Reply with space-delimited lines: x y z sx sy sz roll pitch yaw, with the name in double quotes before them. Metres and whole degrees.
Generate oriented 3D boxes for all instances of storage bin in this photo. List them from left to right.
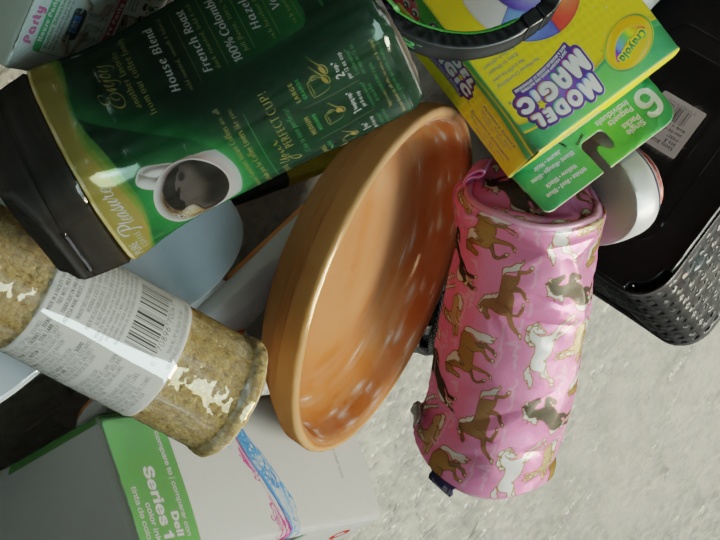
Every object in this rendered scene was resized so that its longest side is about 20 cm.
"storage bin" 0.206 -0.072 1.721 0.200 0.135 0.094 -53 147 -4

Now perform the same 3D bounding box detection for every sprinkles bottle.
"sprinkles bottle" -0.143 0.022 1.328 0.200 0.068 0.068 30 95 -23

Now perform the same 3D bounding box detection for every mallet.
"mallet" -0.043 -0.060 1.511 0.199 0.066 0.041 -14 132 -27

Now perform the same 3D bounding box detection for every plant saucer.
"plant saucer" 0.000 0.000 1.460 0.200 0.037 0.201 -53 156 -36

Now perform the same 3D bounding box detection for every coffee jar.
"coffee jar" -0.077 -0.077 1.257 0.199 0.086 0.104 -28 151 0

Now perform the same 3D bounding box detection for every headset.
"headset" 0.081 -0.199 1.393 0.200 0.124 0.094 -40 175 -13

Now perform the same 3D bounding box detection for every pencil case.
"pencil case" 0.083 0.032 1.524 0.086 0.083 0.201 -5 125 -23

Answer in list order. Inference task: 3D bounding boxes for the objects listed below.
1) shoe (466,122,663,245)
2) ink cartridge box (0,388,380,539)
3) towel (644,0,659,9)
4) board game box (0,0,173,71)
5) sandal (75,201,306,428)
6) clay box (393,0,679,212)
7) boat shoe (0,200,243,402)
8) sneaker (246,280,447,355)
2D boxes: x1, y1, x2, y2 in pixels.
"shoe" 0.134 -0.068 1.570 0.091 0.200 0.072 -16 107 -27
"ink cartridge box" -0.109 0.134 1.486 0.145 0.084 0.200 -30 164 36
"towel" 0.144 -0.186 1.650 0.200 0.023 0.144 -45 148 -13
"board game box" -0.099 -0.161 1.320 0.200 0.064 0.148 10 110 -56
"sandal" -0.087 0.010 1.471 0.207 0.059 0.079 -43 166 -12
"clay box" 0.084 -0.142 1.457 0.115 0.200 0.048 -37 177 -27
"boat shoe" -0.154 0.017 1.399 0.200 0.066 0.070 -36 101 -23
"sneaker" 0.032 0.028 1.604 0.200 0.114 0.076 -16 130 -45
